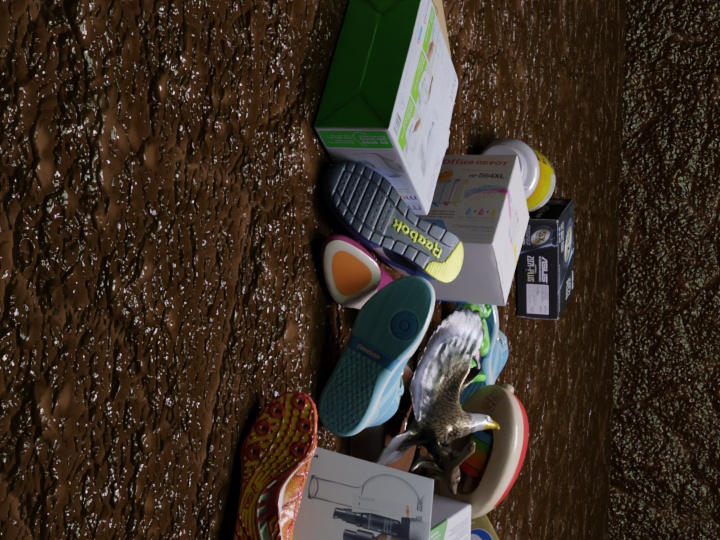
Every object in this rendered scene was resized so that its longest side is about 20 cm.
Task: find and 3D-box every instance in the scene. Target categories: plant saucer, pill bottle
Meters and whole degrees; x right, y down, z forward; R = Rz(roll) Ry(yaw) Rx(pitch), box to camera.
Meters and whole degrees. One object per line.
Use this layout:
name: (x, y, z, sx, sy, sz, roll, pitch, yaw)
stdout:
plant saucer: (0.039, 0.201, 1.398, 0.200, 0.036, 0.205, 3, 90, -68)
pill bottle: (0.255, -0.159, 1.789, 0.199, 0.107, 0.112, 3, 91, -69)

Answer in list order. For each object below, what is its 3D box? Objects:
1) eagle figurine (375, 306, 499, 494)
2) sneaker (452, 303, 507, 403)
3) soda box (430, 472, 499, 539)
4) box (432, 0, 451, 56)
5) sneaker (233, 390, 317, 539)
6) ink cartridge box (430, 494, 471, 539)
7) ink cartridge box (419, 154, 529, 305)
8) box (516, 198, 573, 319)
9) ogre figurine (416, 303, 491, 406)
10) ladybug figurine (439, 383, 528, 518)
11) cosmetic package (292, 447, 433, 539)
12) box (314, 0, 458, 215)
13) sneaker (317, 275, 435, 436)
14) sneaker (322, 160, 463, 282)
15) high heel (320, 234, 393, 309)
eagle figurine: (0.105, 0.169, 1.343, 0.150, 0.151, 0.203, 32, 42, -38)
sneaker: (0.190, 0.098, 1.694, 0.131, 0.078, 0.203, -47, 146, -56)
soda box: (0.160, 0.380, 1.548, 0.201, 0.063, 0.068, 61, -4, 37)
box: (0.078, -0.326, 1.430, 0.165, 0.021, 0.202, -66, 151, -42)
sneaker: (-0.089, 0.217, 1.055, 0.077, 0.072, 0.203, 92, 13, -73)
ink cartridge box: (0.081, 0.422, 1.442, 0.144, 0.083, 0.204, -13, 106, -55)
ink cartridge box: (0.159, -0.070, 1.536, 0.126, 0.126, 0.202, 70, 31, -45)
box: (0.367, -0.025, 2.128, 0.164, 0.085, 0.204, -39, 129, -63)
ogre figurine: (0.141, 0.132, 1.552, 0.202, 0.098, 0.120, -57, 164, 15)
ladybug figurine: (0.179, 0.254, 1.504, 0.071, 0.136, 0.203, 13, 107, -34)
cosmetic package: (-0.007, 0.293, 1.099, 0.052, 0.148, 0.203, 115, -13, -49)
box: (0.039, -0.196, 1.249, 0.177, 0.095, 0.203, 58, 41, -57)
sneaker: (0.030, 0.098, 1.254, 0.202, 0.079, 0.130, -56, 162, 4)
sneaker: (0.026, -0.049, 1.232, 0.199, 0.082, 0.075, 38, 73, -25)
high heel: (0.000, 0.000, 1.259, 0.200, 0.067, 0.097, 47, 18, -45)
